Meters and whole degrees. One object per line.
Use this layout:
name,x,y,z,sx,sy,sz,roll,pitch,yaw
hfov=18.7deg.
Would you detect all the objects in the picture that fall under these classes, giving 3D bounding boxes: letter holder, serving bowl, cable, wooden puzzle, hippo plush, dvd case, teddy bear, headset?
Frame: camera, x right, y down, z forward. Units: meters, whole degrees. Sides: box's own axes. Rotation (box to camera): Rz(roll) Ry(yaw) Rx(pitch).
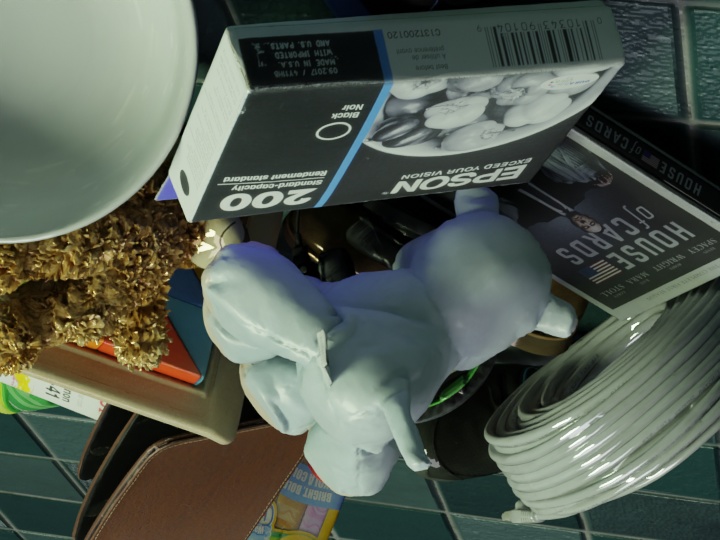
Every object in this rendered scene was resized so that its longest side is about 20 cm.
letter holder,-0.131,0.119,1.416,0.142,0.101,0.200,-11,149,-35
serving bowl,-0.181,-0.117,1.119,0.200,0.200,0.066,14,-171,-4
cable,0.169,0.070,1.338,0.069,0.200,0.200,51,162,-5
wooden puzzle,-0.141,-0.011,1.303,0.200,0.185,0.037,23,150,-23
hippo plush,0.017,0.015,1.202,0.159,0.161,0.200,49,162,2
dvd case,0.118,-0.045,1.262,0.200,0.025,0.150,31,151,-16
teddy bear,-0.133,-0.009,1.212,0.067,0.145,0.200,15,-167,42
headset,0.000,0.000,1.301,0.200,0.123,0.094,52,-175,2

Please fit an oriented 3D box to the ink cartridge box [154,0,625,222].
ink cartridge box,0.008,-0.070,1.122,0.198,0.043,0.200,-7,161,-19

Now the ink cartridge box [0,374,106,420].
ink cartridge box,-0.223,0.009,1.458,0.200,0.086,0.148,22,145,1

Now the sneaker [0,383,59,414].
sneaker,-0.253,0.053,1.660,0.084,0.074,0.200,1,159,2

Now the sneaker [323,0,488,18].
sneaker,-0.008,-0.177,1.021,0.078,0.070,0.200,-13,150,28

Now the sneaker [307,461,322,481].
sneaker,-0.010,0.062,1.459,0.077,0.085,0.200,15,130,27

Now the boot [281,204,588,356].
boot,0.052,-0.016,1.374,0.200,0.074,0.075,18,128,-5

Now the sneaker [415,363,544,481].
sneaker,0.124,0.093,1.464,0.200,0.073,0.082,-15,-173,-25

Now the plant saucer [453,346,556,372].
plant saucer,0.050,0.065,1.550,0.200,0.050,0.200,10,156,5

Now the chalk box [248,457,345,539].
chalk box,-0.095,0.158,1.612,0.124,0.200,0.124,28,170,-35

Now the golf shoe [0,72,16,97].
golf shoe,-0.202,-0.114,1.204,0.200,0.078,0.097,2,-174,4
